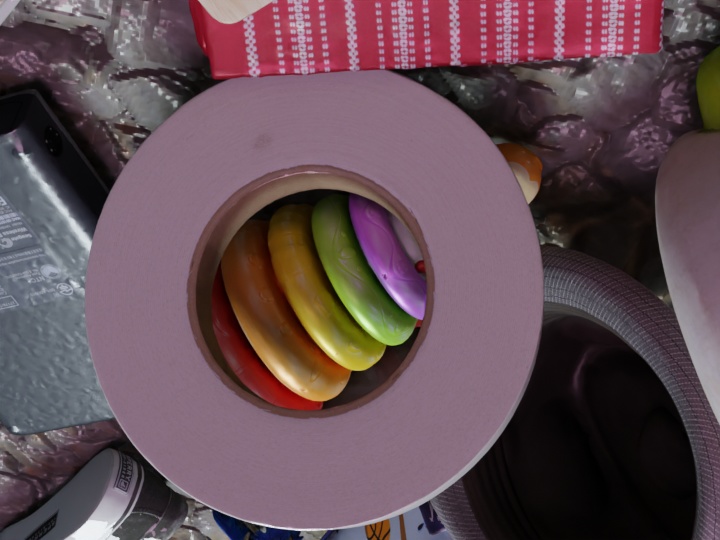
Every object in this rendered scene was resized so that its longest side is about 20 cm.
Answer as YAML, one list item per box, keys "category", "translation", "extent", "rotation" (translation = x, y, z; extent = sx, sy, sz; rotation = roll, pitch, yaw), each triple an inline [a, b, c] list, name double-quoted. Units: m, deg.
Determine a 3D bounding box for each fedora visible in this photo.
- category: "fedora"
  translation: [0.121, 0.081, 0.737]
  extent: [0.090, 0.200, 0.178]
  rotation: [-3, 114, -39]

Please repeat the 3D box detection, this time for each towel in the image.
- category: "towel"
  translation: [0.021, -0.145, 0.626]
  extent: [0.198, 0.023, 0.146]
  rotation: [-2, 130, 7]

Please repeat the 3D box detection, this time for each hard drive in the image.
- category: "hard drive"
  translation: [-0.171, 0.006, 0.800]
  extent: [0.138, 0.033, 0.201]
  rotation: [-12, 133, 22]

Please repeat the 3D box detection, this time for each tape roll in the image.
- category: "tape roll"
  translation: [-0.020, 0.010, 0.681]
  extent: [0.201, 0.205, 0.037]
  rotation: [0, 171, 7]

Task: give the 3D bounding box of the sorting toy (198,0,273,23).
- category: "sorting toy"
  translation: [-0.032, -0.191, 0.532]
  extent: [0.198, 0.070, 0.200]
  rotation: [-26, 123, 24]

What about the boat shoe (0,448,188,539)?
- category: "boat shoe"
  translation: [-0.181, 0.183, 0.962]
  extent: [0.063, 0.071, 0.200]
  rotation: [33, 129, -24]

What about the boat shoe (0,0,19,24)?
- category: "boat shoe"
  translation: [-0.197, -0.078, 0.682]
  extent: [0.066, 0.074, 0.200]
  rotation: [25, 128, -22]

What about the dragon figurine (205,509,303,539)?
- category: "dragon figurine"
  translation: [-0.049, 0.154, 0.872]
  extent: [0.058, 0.200, 0.100]
  rotation: [-6, 105, 1]

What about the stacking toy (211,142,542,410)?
- category: "stacking toy"
  translation: [0.000, 0.000, 0.742]
  extent: [0.199, 0.110, 0.116]
  rotation: [-29, 128, 17]

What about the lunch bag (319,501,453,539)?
- category: "lunch bag"
  translation: [0.044, 0.193, 0.874]
  extent: [0.075, 0.161, 0.200]
  rotation: [-2, 148, -30]

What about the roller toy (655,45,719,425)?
- category: "roller toy"
  translation: [0.218, 0.008, 0.647]
  extent: [0.139, 0.183, 0.200]
  rotation: [-22, 130, 25]

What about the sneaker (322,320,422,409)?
- category: "sneaker"
  translation: [-0.002, 0.084, 0.827]
  extent: [0.198, 0.082, 0.077]
  rotation: [-16, 132, 20]
